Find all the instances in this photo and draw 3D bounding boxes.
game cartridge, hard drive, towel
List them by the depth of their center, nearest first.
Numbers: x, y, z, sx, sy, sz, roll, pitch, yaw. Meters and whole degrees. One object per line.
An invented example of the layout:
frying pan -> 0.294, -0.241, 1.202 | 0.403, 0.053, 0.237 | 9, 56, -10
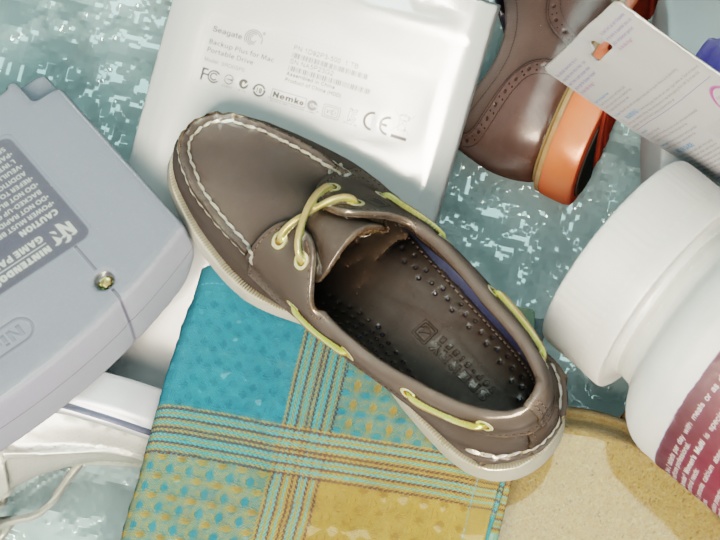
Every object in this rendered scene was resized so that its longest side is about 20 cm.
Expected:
towel -> -0.018, 0.095, 0.920 | 0.145, 0.022, 0.201 | 11, 66, 8
game cartridge -> -0.173, 0.016, 0.945 | 0.199, 0.042, 0.133 | -34, 63, -15
hard drive -> -0.032, -0.033, 0.985 | 0.131, 0.026, 0.202 | 17, 100, 5

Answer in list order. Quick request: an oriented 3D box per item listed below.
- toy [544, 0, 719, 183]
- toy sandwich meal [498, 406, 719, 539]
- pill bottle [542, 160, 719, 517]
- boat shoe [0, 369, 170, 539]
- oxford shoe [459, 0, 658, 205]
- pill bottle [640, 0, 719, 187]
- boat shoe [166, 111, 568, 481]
toy -> 0.175, -0.049, 0.901 | 0.199, 0.115, 0.047 | 35, 78, -3
toy sandwich meal -> 0.080, 0.144, 0.954 | 0.203, 0.070, 0.207 | 0, 73, 0
pill bottle -> 0.173, 0.054, 0.907 | 0.200, 0.110, 0.110 | 41, 77, 17
boat shoe -> -0.169, 0.081, 0.968 | 0.200, 0.075, 0.087 | 6, 73, 4
oxford shoe -> 0.099, -0.132, 1.038 | 0.072, 0.071, 0.201 | 22, 74, 11
pill bottle -> 0.222, -0.063, 0.994 | 0.198, 0.113, 0.114 | 3, 73, 0
boat shoe -> 0.000, 0.000, 0.916 | 0.072, 0.060, 0.200 | -43, 72, -13
